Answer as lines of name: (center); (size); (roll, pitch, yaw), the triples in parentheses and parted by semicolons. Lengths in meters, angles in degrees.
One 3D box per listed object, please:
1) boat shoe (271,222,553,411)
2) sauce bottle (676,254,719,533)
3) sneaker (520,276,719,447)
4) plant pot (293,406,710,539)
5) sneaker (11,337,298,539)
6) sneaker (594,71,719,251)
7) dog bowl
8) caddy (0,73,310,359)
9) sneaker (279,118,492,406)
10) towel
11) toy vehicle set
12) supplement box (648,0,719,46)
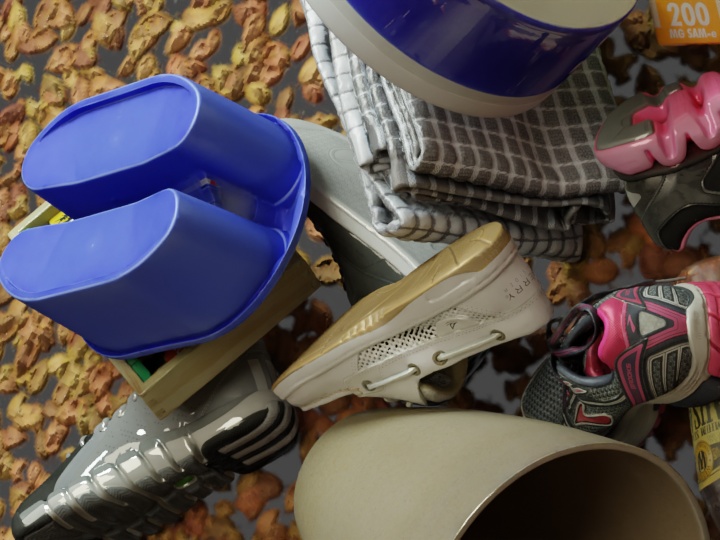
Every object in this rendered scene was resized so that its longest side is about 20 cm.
boat shoe: (0.027, 0.044, 1.372); (0.069, 0.071, 0.200); (50, 139, -8)
sauce bottle: (0.205, 0.092, 1.319); (0.066, 0.066, 0.201); (-19, 64, 30)
sneaker: (0.127, 0.046, 1.340); (0.200, 0.074, 0.081); (135, 135, -64)
plant pot: (0.054, 0.148, 1.357); (0.200, 0.187, 0.188); (28, 93, 54)
sneaker: (-0.134, 0.092, 1.567); (0.199, 0.075, 0.116); (-26, 57, 16)
sneaker: (0.230, -0.068, 1.355); (0.199, 0.079, 0.096); (-18, 110, 14)
dog bowl: (0.051, -0.184, 1.341); (0.079, 0.199, 0.201); (-42, 54, 39)
caddy: (-0.114, -0.026, 1.455); (0.200, 0.105, 0.142); (-13, 59, 44)
sneaker: (0.000, 0.000, 1.467); (0.200, 0.071, 0.099); (44, 128, 26)
towel: (0.060, -0.110, 1.413); (0.086, 0.165, 0.201); (-40, 55, 39)
toy vehicle set: (-0.124, -0.007, 1.553); (0.124, 0.027, 0.200); (-41, 43, -5)
supplement box: (0.201, -0.219, 1.306); (0.126, 0.201, 0.074); (2, 33, 33)
